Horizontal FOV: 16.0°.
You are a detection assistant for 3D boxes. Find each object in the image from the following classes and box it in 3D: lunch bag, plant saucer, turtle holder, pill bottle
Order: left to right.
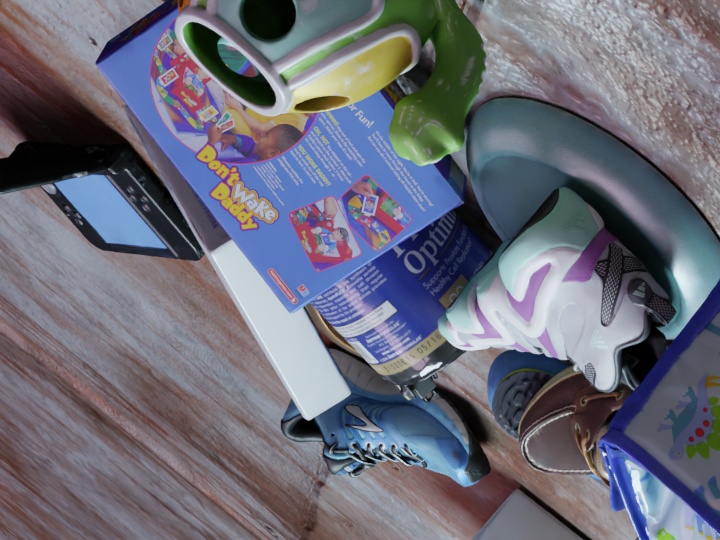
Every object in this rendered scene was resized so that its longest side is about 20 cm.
[{"bbox_3d":[-0.021,-0.144,1.427,0.186,0.132,0.141,51,157,-25],"label":"turtle holder"},{"bbox_3d":[-0.005,-0.029,1.670,0.200,0.112,0.112,46,160,-15],"label":"pill bottle"},{"bbox_3d":[0.139,-0.024,1.547,0.200,0.027,0.200,35,159,16],"label":"plant saucer"},{"bbox_3d":[0.231,0.098,1.424,0.127,0.170,0.200,12,146,53],"label":"lunch bag"}]

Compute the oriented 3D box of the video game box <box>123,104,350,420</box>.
[{"bbox_3d":[-0.089,-0.014,1.856,0.182,0.047,0.200,54,174,43],"label":"video game box"}]

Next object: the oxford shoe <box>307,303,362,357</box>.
[{"bbox_3d":[0.000,0.000,1.796,0.071,0.071,0.200,-1,145,28],"label":"oxford shoe"}]

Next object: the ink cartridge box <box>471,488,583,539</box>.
[{"bbox_3d":[0.148,0.303,2.037,0.200,0.145,0.147,38,159,9],"label":"ink cartridge box"}]

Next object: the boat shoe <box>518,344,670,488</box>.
[{"bbox_3d":[0.164,0.101,1.618,0.200,0.072,0.072,-20,117,47],"label":"boat shoe"}]

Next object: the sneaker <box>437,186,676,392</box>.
[{"bbox_3d":[0.130,0.040,1.542,0.140,0.078,0.200,41,161,1],"label":"sneaker"}]

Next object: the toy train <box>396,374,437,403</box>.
[{"bbox_3d":[-0.003,0.025,1.892,0.200,0.034,0.046,53,168,-29],"label":"toy train"}]

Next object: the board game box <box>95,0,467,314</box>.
[{"bbox_3d":[-0.046,-0.091,1.562,0.200,0.134,0.045,53,-163,-16],"label":"board game box"}]

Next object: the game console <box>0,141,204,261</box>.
[{"bbox_3d":[-0.251,-0.044,2.080,0.176,0.116,0.200,51,158,-25],"label":"game console"}]

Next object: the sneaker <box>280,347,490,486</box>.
[{"bbox_3d":[0.017,0.135,2.005,0.200,0.090,0.078,20,152,43],"label":"sneaker"}]

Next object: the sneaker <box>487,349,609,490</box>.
[{"bbox_3d":[0.175,0.115,1.744,0.200,0.066,0.078,33,-163,-7],"label":"sneaker"}]

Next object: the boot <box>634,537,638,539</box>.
[{"bbox_3d":[0.264,0.177,1.650,0.200,0.075,0.107,6,142,26],"label":"boot"}]
